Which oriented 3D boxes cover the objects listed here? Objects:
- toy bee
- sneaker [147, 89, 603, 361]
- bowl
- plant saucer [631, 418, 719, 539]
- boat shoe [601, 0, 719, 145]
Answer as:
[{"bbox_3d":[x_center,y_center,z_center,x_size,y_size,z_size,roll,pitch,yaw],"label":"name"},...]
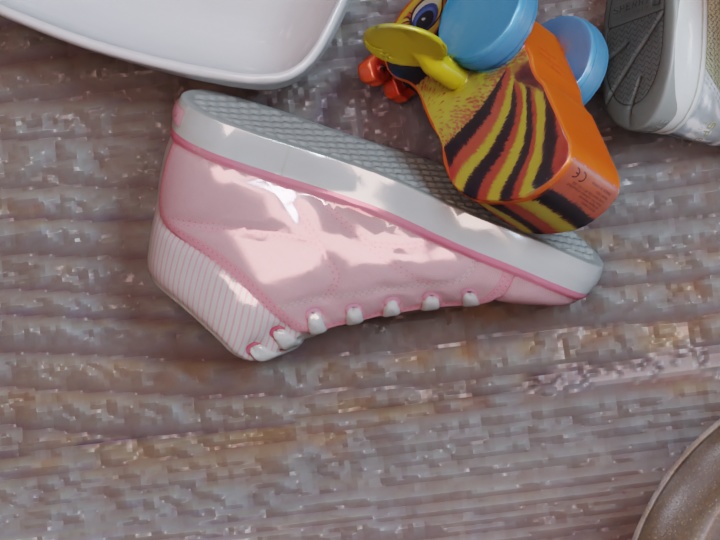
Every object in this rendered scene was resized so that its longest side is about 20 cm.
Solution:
[{"bbox_3d":[0.054,-0.086,1.077,0.109,0.200,0.131,-33,115,30],"label":"toy bee"},{"bbox_3d":[0.000,0.000,1.084,0.200,0.075,0.105,19,104,0],"label":"sneaker"},{"bbox_3d":[-0.079,-0.186,1.114,0.200,0.075,0.200,18,85,10],"label":"bowl"},{"bbox_3d":[0.198,0.139,0.949,0.200,0.032,0.200,-7,74,25],"label":"plant saucer"},{"bbox_3d":[0.154,-0.156,1.083,0.065,0.074,0.202,11,80,-27],"label":"boat shoe"}]
